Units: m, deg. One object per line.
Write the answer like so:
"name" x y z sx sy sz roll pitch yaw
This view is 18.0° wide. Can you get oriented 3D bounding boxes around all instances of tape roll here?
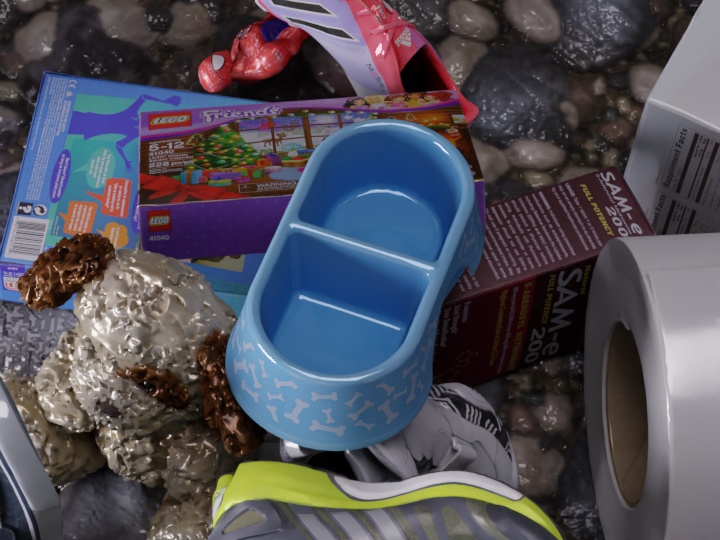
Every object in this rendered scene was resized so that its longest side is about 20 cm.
"tape roll" 0.181 0.079 1.277 0.070 0.203 0.203 -2 57 -7

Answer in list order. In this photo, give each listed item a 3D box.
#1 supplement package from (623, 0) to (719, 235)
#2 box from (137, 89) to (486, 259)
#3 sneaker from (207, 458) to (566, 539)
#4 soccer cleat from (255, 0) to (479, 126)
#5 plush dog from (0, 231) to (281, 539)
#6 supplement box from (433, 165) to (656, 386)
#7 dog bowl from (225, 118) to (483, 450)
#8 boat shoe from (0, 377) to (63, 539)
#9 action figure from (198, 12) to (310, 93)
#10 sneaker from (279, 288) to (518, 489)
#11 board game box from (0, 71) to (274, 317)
"supplement package" 0.283 -0.073 1.414 0.199 0.151 0.152 26 59 11
"box" -0.032 -0.059 1.346 0.199 0.039 0.137 -5 27 -3
"sneaker" 0.011 0.152 1.160 0.199 0.074 0.081 0 43 20
"soccer cleat" -0.002 -0.158 1.431 0.200 0.076 0.067 51 59 -25
"plush dog" -0.110 0.059 1.282 0.199 0.172 0.161 31 59 16
"supplement box" 0.070 0.016 1.363 0.199 0.109 0.061 -19 59 -15
"dog bowl" 0.000 0.000 1.213 0.111 0.050 0.201 18 54 8
"boat shoe" -0.210 0.131 1.212 0.091 0.201 0.071 -23 61 -14
"action figure" -0.034 -0.173 1.497 0.200 0.065 0.052 -43 108 -31
"sneaker" 0.018 0.105 1.264 0.075 0.200 0.115 -28 37 26
"board game box" -0.114 -0.041 1.422 0.199 0.045 0.153 8 56 1
